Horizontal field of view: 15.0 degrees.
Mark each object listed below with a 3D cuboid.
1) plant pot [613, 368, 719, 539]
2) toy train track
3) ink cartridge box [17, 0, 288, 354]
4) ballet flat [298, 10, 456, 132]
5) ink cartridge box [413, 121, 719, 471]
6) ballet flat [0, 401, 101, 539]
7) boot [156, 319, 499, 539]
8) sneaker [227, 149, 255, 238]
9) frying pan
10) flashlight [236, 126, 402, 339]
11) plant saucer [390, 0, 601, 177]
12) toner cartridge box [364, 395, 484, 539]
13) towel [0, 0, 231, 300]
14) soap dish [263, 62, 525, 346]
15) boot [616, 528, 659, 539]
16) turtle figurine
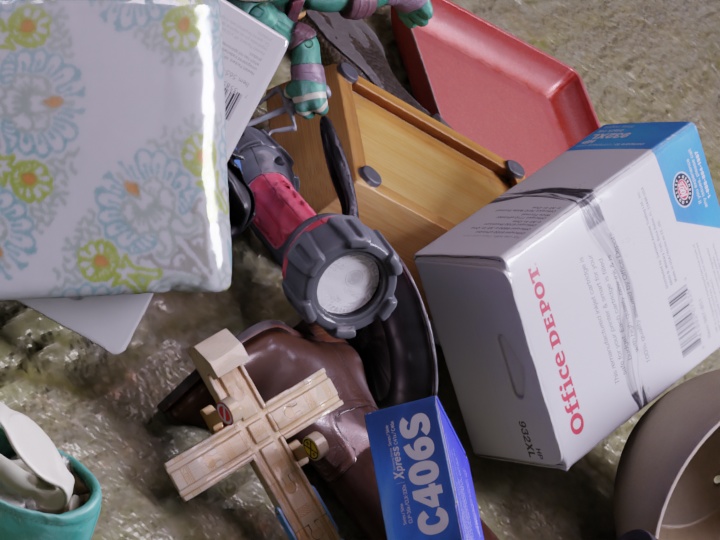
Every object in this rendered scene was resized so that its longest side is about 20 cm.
[{"bbox_3d":[0.237,0.141,1.737,0.200,0.201,0.134,26,5,-31],"label":"plant pot"},{"bbox_3d":[-0.030,0.122,1.476,0.114,0.032,0.201,-30,92,-32],"label":"toy train track"},{"bbox_3d":[-0.139,-0.066,1.505,0.115,0.201,0.068,30,-11,-16],"label":"ink cartridge box"},{"bbox_3d":[0.004,-0.128,1.936,0.067,0.046,0.200,-8,52,-52],"label":"ballet flat"},{"bbox_3d":[0.142,0.012,1.730,0.200,0.083,0.146,-34,115,-37],"label":"ink cartridge box"},{"bbox_3d":[-0.207,0.074,1.319,0.199,0.070,0.068,33,29,-20],"label":"ballet flat"},{"bbox_3d":[-0.007,0.123,1.546,0.200,0.064,0.186,55,31,11],"label":"boot"},{"bbox_3d":[-0.141,-0.077,1.576,0.199,0.077,0.111,30,20,-40],"label":"sneaker"},{"bbox_3d":[0.007,0.002,1.646,0.031,0.115,0.191,-16,97,-20],"label":"frying pan"},{"bbox_3d":[-0.041,-0.031,1.638,0.068,0.068,0.200,26,14,-33],"label":"flashlight"},{"bbox_3d":[0.108,-0.114,2.057,0.199,0.037,0.201,25,33,-34],"label":"plant saucer"},{"bbox_3d":[0.047,0.177,1.451,0.095,0.043,0.201,60,17,-63],"label":"toner cartridge box"},{"bbox_3d":[-0.167,-0.071,1.437,0.199,0.172,0.048,-2,2,-18],"label":"towel"},{"bbox_3d":[0.033,-0.039,1.799,0.199,0.081,0.158,28,31,-27],"label":"soap dish"},{"bbox_3d":[0.229,0.256,1.638,0.199,0.068,0.189,16,49,-43],"label":"boot"},{"bbox_3d":[-0.060,-0.163,1.756,0.199,0.101,0.150,-22,51,-33],"label":"turtle figurine"}]
